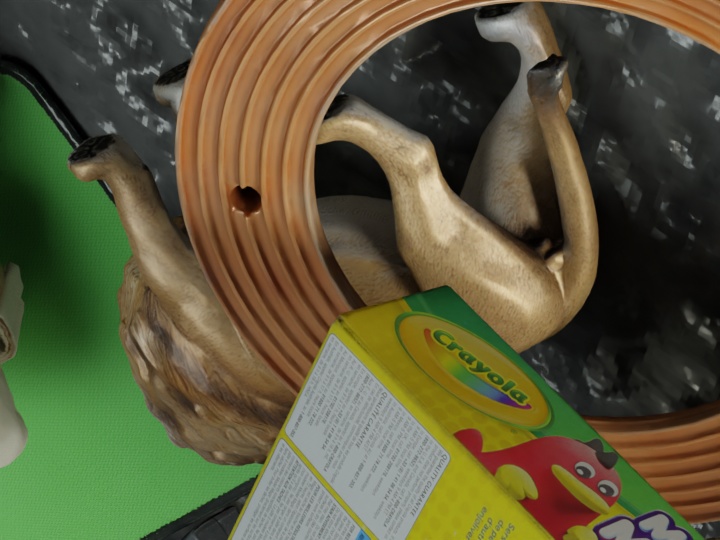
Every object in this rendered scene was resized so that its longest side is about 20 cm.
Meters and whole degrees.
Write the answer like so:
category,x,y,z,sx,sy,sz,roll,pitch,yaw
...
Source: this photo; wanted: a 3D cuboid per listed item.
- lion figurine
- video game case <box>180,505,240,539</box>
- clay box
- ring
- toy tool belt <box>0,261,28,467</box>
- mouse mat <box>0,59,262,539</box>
category,x,y,z,sx,sy,sz,roll,pitch,yaw
lion figurine,0.000,0.000,0.765,0.199,0.072,0.123,-3,124,45
video game case,-0.039,0.198,0.997,0.181,0.025,0.200,54,142,8
clay box,0.050,0.112,0.667,0.200,0.047,0.115,45,128,26
ring,0.052,-0.015,0.682,0.199,0.019,0.201,10,133,11
toy tool belt,-0.201,0.007,0.909,0.199,0.125,0.124,-2,92,32
mouse mat,-0.125,0.033,0.944,0.200,0.008,0.161,-30,100,41
